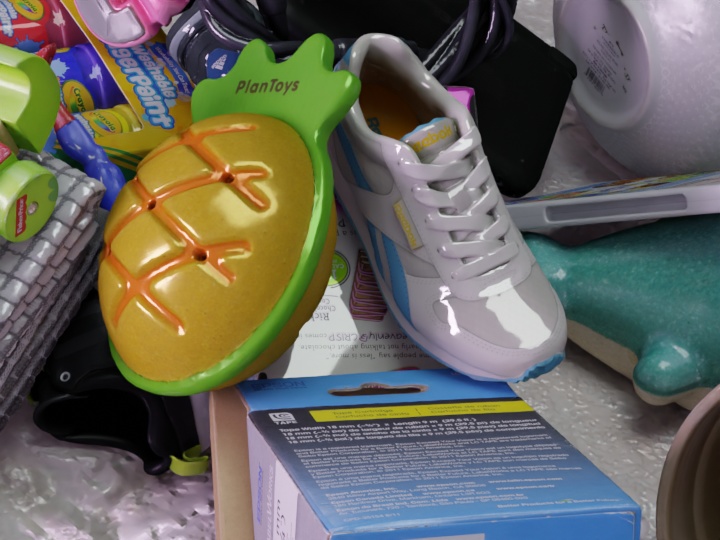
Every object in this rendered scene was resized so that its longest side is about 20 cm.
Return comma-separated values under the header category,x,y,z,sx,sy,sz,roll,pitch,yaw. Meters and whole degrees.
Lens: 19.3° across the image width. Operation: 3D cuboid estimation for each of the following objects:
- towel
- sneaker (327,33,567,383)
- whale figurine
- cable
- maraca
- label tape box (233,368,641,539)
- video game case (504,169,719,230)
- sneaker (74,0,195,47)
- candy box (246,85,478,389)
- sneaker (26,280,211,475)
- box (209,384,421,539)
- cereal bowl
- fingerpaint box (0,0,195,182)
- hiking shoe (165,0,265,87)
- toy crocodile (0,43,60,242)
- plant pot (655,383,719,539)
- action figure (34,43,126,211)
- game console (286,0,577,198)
category,x,y,z,sx,sy,sz,roll,pitch,yaw
towel,-0.236,0.013,1.083,0.165,0.086,0.200,26,73,20
sneaker,0.039,-0.030,1.085,0.076,0.081,0.200,-25,67,-22
whale figurine,0.177,0.008,1.224,0.199,0.104,0.159,13,39,3
cable,0.004,-0.167,1.195,0.200,0.163,0.051,34,-6,-26
maraca,-0.065,-0.030,1.064,0.137,0.107,0.201,3,66,39
label tape box,0.027,0.108,0.996,0.144,0.064,0.200,-2,15,-15
video game case,0.187,-0.045,1.246,0.200,0.018,0.143,-4,6,40
sneaker,-0.079,-0.207,1.270,0.079,0.200,0.095,62,22,2
candy box,0.000,0.000,1.156,0.136,0.061,0.201,1,69,-13
sneaker,-0.156,0.043,1.125,0.200,0.072,0.083,27,43,19
box,0.010,0.146,1.033,0.163,0.021,0.201,2,56,-12
cereal bowl,0.185,-0.144,1.338,0.083,0.201,0.200,-18,47,-29
fingerpaint box,-0.193,-0.103,1.292,0.166,0.074,0.200,-11,44,-26
hiking shoe,-0.037,-0.094,1.282,0.200,0.074,0.087,21,32,-50
toy crocodile,-0.210,-0.019,1.011,0.067,0.062,0.200,32,76,23
plant pot,0.272,0.113,1.076,0.200,0.201,0.173,28,24,20
action figure,-0.141,-0.027,1.174,0.065,0.052,0.200,-33,92,-33
game console,0.023,-0.137,1.333,0.200,0.116,0.176,34,50,-15
